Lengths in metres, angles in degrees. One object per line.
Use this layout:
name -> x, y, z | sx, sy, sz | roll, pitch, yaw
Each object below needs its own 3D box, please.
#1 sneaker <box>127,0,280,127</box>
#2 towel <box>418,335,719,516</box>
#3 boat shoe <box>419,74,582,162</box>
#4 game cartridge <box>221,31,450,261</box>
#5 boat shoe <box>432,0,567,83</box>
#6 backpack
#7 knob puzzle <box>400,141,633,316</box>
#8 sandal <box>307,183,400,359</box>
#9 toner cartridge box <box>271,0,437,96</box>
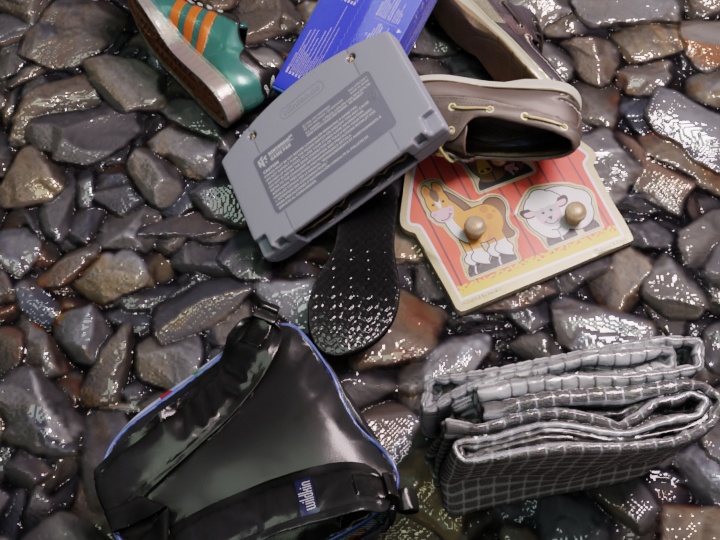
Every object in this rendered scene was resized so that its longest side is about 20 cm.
sneaker -> -0.158, -0.230, 0.932 | 0.080, 0.071, 0.200 | -35, 72, -18
towel -> 0.144, 0.118, 0.693 | 0.199, 0.166, 0.086 | -9, 70, -2
boat shoe -> 0.096, -0.129, 0.839 | 0.199, 0.072, 0.060 | 1, 50, 8
game cartridge -> -0.028, -0.114, 0.836 | 0.200, 0.040, 0.134 | -34, 64, 18
boat shoe -> 0.145, -0.225, 0.910 | 0.065, 0.072, 0.200 | -32, 58, -11
backpack -> -0.088, 0.157, 0.692 | 0.190, 0.154, 0.200 | -27, 59, -19
knob puzzle -> 0.127, -0.080, 0.863 | 0.219, 0.030, 0.220 | -1, 64, 3
sandal -> 0.000, 0.000, 0.830 | 0.075, 0.045, 0.200 | 10, 50, 1
toner cartridge box -> 0.005, -0.238, 0.905 | 0.095, 0.043, 0.200 | 28, 87, 16
